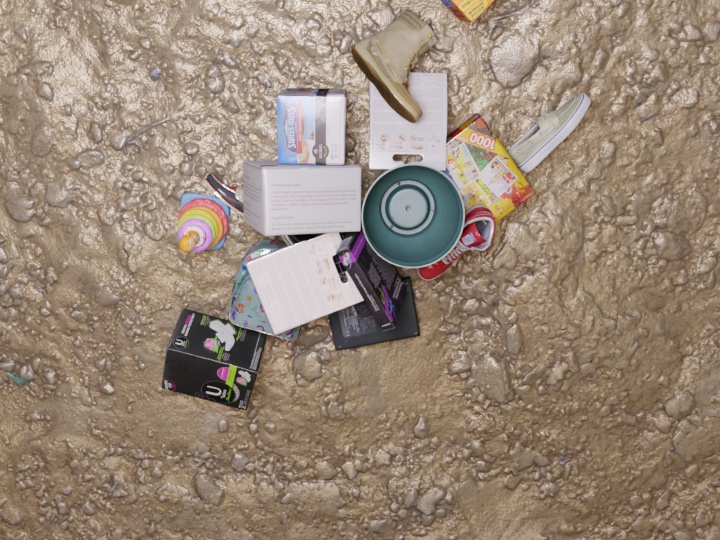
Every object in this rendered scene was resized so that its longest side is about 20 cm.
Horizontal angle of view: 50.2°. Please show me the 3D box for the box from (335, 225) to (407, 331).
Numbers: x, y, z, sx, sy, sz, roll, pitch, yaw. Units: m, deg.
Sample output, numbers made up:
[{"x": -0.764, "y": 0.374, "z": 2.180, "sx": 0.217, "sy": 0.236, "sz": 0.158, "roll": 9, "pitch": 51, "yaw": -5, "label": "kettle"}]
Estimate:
[{"x": 0.027, "y": 0.005, "z": 1.583, "sx": 0.036, "sy": 0.143, "sz": 0.201, "roll": -21, "pitch": 112, "yaw": 26, "label": "box"}]

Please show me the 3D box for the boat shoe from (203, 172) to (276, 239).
[{"x": -0.242, "y": -0.148, "z": 1.637, "sx": 0.200, "sy": 0.071, "sz": 0.063, "roll": 38, "pitch": 97, "yaw": -14, "label": "boat shoe"}]

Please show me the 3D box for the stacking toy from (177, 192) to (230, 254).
[{"x": -0.339, "y": -0.080, "z": 1.590, "sx": 0.109, "sy": 0.200, "sz": 0.117, "roll": 11, "pitch": 107, "yaw": -4, "label": "stacking toy"}]

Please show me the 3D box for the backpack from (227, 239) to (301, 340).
[{"x": -0.190, "y": 0.040, "z": 1.665, "sx": 0.176, "sy": 0.151, "sz": 0.202, "roll": 17, "pitch": 103, "yaw": -4, "label": "backpack"}]

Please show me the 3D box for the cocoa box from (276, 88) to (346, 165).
[{"x": -0.093, "y": -0.289, "z": 1.521, "sx": 0.130, "sy": 0.200, "sz": 0.135, "roll": 1, "pitch": 107, "yaw": -1, "label": "cocoa box"}]

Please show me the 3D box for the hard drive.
[{"x": 0.028, "y": 0.099, "z": 1.739, "sx": 0.198, "sy": 0.033, "sz": 0.141, "roll": -10, "pitch": 108, "yaw": 3, "label": "hard drive"}]

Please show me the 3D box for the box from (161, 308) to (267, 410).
[{"x": -0.323, "y": 0.198, "z": 1.701, "sx": 0.198, "sy": 0.125, "sz": 0.149, "roll": 16, "pitch": 133, "yaw": -5, "label": "box"}]

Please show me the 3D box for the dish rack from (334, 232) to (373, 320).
[{"x": 0.000, "y": 0.000, "z": 1.630, "sx": 0.054, "sy": 0.153, "sz": 0.201, "roll": -20, "pitch": 93, "yaw": 31, "label": "dish rack"}]

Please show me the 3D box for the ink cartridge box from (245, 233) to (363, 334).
[{"x": -0.113, "y": 0.021, "z": 1.569, "sx": 0.199, "sy": 0.050, "sz": 0.162, "roll": -21, "pitch": 100, "yaw": -3, "label": "ink cartridge box"}]

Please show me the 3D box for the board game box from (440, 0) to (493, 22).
[{"x": 0.197, "y": -0.605, "z": 1.416, "sx": 0.200, "sy": 0.200, "sz": 0.200, "roll": 42, "pitch": 104, "yaw": -13, "label": "board game box"}]

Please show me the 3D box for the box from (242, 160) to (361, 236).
[{"x": -0.121, "y": -0.151, "z": 1.537, "sx": 0.197, "sy": 0.200, "sz": 0.132, "roll": -3, "pitch": 103, "yaw": -19, "label": "box"}]

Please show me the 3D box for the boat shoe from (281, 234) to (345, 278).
[{"x": -0.092, "y": -0.052, "z": 1.647, "sx": 0.199, "sy": 0.075, "sz": 0.062, "roll": 33, "pitch": 113, "yaw": -33, "label": "boat shoe"}]

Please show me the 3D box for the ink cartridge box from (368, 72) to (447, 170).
[{"x": 0.097, "y": -0.300, "z": 1.563, "sx": 0.161, "sy": 0.050, "sz": 0.202, "roll": 1, "pitch": 88, "yaw": -1, "label": "ink cartridge box"}]

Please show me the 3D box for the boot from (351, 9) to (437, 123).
[{"x": 0.096, "y": -0.404, "z": 1.515, "sx": 0.155, "sy": 0.073, "sz": 0.200, "roll": -36, "pitch": 77, "yaw": -7, "label": "boot"}]

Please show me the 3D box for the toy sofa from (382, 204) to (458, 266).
[{"x": 0.134, "y": -0.096, "z": 1.648, "sx": 0.199, "sy": 0.083, "sz": 0.098, "roll": 22, "pitch": 102, "yaw": -7, "label": "toy sofa"}]

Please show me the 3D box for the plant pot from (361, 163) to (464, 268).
[{"x": 0.098, "y": -0.117, "z": 1.530, "sx": 0.198, "sy": 0.134, "sz": 0.202, "roll": 0, "pitch": 103, "yaw": -2, "label": "plant pot"}]

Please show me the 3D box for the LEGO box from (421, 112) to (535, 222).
[{"x": 0.246, "y": -0.204, "z": 1.615, "sx": 0.149, "sy": 0.077, "sz": 0.200, "roll": -37, "pitch": 105, "yaw": 11, "label": "LEGO box"}]

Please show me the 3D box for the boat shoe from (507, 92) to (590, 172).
[{"x": 0.389, "y": -0.292, "z": 1.590, "sx": 0.062, "sy": 0.072, "sz": 0.200, "roll": 37, "pitch": 107, "yaw": -14, "label": "boat shoe"}]

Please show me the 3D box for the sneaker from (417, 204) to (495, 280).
[{"x": 0.194, "y": -0.048, "z": 1.562, "sx": 0.071, "sy": 0.113, "sz": 0.200, "roll": 41, "pitch": 100, "yaw": -11, "label": "sneaker"}]
